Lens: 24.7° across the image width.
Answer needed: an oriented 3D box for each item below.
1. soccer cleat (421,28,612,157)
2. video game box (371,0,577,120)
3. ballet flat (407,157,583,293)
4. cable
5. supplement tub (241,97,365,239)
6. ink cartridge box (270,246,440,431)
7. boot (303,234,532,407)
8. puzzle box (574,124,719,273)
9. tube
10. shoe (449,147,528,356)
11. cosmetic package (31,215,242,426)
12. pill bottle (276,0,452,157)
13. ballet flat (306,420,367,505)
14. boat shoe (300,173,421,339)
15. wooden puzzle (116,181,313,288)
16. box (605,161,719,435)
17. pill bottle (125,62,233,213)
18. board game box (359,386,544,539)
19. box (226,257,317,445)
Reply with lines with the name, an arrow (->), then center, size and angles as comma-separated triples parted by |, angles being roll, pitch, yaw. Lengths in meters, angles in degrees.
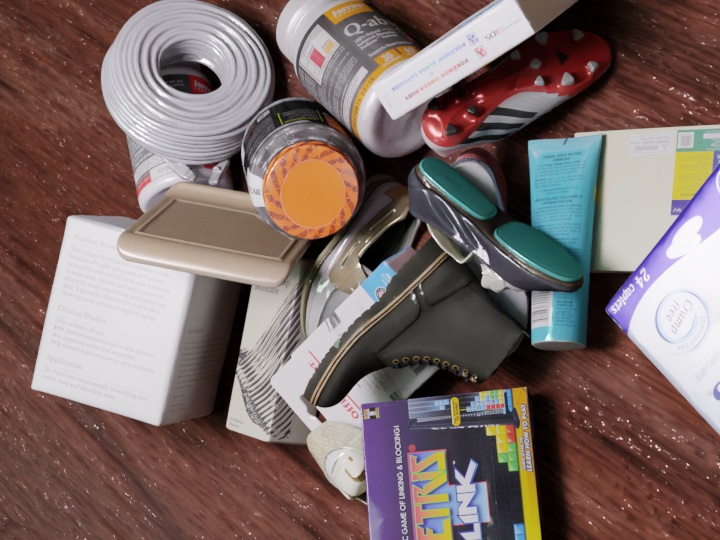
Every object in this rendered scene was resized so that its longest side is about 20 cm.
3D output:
soccer cleat -> 0.150, -0.170, 1.590 | 0.199, 0.085, 0.069 | -28, 73, -2
video game box -> 0.128, -0.231, 1.567 | 0.182, 0.200, 0.047 | -31, 96, 39
ballet flat -> 0.119, -0.026, 1.518 | 0.200, 0.073, 0.073 | 39, 111, 22
cable -> -0.197, -0.218, 1.882 | 0.199, 0.200, 0.069 | 32, 149, 3
supplement tub -> -0.060, -0.105, 1.721 | 0.200, 0.122, 0.123 | -112, 44, -72
ink cartridge box -> 0.013, 0.085, 1.677 | 0.116, 0.067, 0.200 | 48, 120, 5
boot -> 0.054, 0.085, 1.561 | 0.138, 0.077, 0.200 | 42, 101, 5
puzzle box -> 0.275, -0.063, 1.501 | 0.199, 0.025, 0.134 | 2, 84, 45
tube -> 0.187, -0.028, 1.536 | 0.077, 0.050, 0.202 | -3, 78, 27
shoe -> 0.126, -0.020, 1.619 | 0.071, 0.091, 0.202 | -9, 104, 13
cosmetic package -> -0.247, 0.054, 1.868 | 0.166, 0.166, 0.202 | 15, 94, 16
pill bottle -> 0.000, -0.216, 1.740 | 0.200, 0.116, 0.117 | 47, 115, 38
ballet flat -> 0.020, 0.212, 1.634 | 0.199, 0.062, 0.068 | 27, 119, 21
boat shoe -> 0.000, 0.000, 1.732 | 0.068, 0.074, 0.201 | 38, 109, 48
wooden puzzle -> -0.146, -0.035, 1.763 | 0.183, 0.200, 0.038 | 10, 113, 8
box -> 0.338, 0.031, 1.346 | 0.200, 0.105, 0.184 | 48, 117, 27
pill bottle -> -0.223, -0.171, 1.958 | 0.114, 0.113, 0.202 | -32, 62, 37
board game box -> 0.090, 0.219, 1.561 | 0.164, 0.057, 0.202 | -7, 76, 7
box -> -0.083, 0.085, 1.804 | 0.082, 0.068, 0.202 | 9, 90, 46
